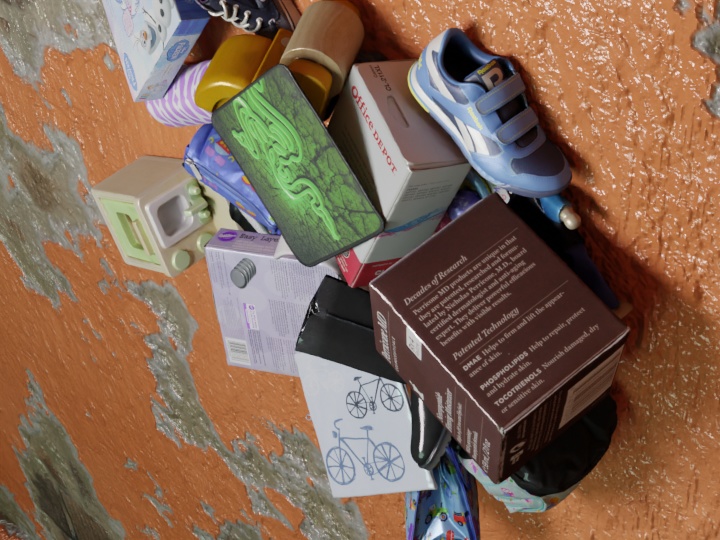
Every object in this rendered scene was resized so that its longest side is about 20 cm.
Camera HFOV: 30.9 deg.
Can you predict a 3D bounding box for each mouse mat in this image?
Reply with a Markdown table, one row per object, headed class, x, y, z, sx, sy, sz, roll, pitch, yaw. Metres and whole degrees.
| class | x | y | z | sx | sy | sz | roll | pitch | yaw |
| --- | --- | --- | --- | --- | --- | --- | --- | --- | --- |
| mouse mat | -0.068 | -0.104 | 1.359 | 0.161 | 0.008 | 0.200 | -25 | 98 | 52 |

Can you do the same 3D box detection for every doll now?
| class | x | y | z | sx | sy | sz | roll | pitch | yaw |
| --- | --- | --- | --- | --- | --- | --- | --- | --- | --- |
| doll | 0.190 | -0.031 | 1.318 | 0.200 | 0.048 | 0.136 | 57 | 154 | -7 |

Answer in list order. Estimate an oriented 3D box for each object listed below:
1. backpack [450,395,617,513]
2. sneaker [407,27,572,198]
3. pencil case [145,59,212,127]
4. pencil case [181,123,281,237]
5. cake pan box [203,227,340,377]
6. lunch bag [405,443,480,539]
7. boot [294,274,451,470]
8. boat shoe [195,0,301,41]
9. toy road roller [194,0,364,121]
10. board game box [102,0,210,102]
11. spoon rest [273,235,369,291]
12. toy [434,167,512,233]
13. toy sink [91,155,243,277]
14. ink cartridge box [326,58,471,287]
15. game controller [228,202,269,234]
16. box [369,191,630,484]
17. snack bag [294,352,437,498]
| class | x | y | z | sx | sy | sz | roll | pitch | yaw |
| --- | --- | --- | --- | --- | --- | --- | --- | --- | --- |
| backpack | 0.188 | 0.196 | 1.456 | 0.127 | 0.167 | 0.200 | 54 | 158 | 0 |
| sneaker | 0.128 | -0.152 | 1.257 | 0.200 | 0.074 | 0.082 | 45 | 147 | 12 |
| pencil case | -0.191 | -0.225 | 1.618 | 0.084 | 0.086 | 0.200 | 27 | 166 | -36 |
| pencil case | -0.142 | -0.112 | 1.655 | 0.200 | 0.087 | 0.078 | 38 | 136 | 22 |
| cake pan box | -0.092 | 0.050 | 1.636 | 0.183 | 0.052 | 0.201 | 8 | 126 | 23 |
| lunch bag | 0.095 | 0.228 | 1.618 | 0.094 | 0.151 | 0.201 | -4 | 121 | 4 |
| boot | 0.019 | 0.113 | 1.464 | 0.199 | 0.165 | 0.066 | 23 | 167 | -11 |
| boat shoe | -0.132 | -0.292 | 1.448 | 0.075 | 0.093 | 0.201 | -1 | 120 | 54 |
| toy road roller | -0.092 | -0.209 | 1.399 | 0.146 | 0.123 | 0.200 | 24 | 143 | -3 |
| board game box | -0.254 | -0.335 | 1.551 | 0.199 | 0.043 | 0.201 | -39 | 66 | 57 |
| spoon rest | 0.000 | 0.000 | 1.510 | 0.199 | 0.100 | 0.061 | 20 | 171 | -6 |
| toy | 0.087 | -0.073 | 1.417 | 0.200 | 0.047 | 0.115 | 7 | 127 | 52 |
| toy sink | -0.273 | -0.075 | 1.845 | 0.200 | 0.112 | 0.131 | 12 | 131 | 48 |
| ink cartridge box | 0.025 | -0.101 | 1.373 | 0.146 | 0.083 | 0.200 | 65 | 148 | 27 |
| game controller | -0.105 | -0.031 | 1.744 | 0.200 | 0.042 | 0.104 | 50 | 164 | 5 |
| box | 0.134 | 0.070 | 1.295 | 0.200 | 0.164 | 0.166 | 47 | 165 | 23 |
| snack bag | 0.002 | 0.176 | 1.577 | 0.188 | 0.021 | 0.201 | -16 | 91 | 48 |
